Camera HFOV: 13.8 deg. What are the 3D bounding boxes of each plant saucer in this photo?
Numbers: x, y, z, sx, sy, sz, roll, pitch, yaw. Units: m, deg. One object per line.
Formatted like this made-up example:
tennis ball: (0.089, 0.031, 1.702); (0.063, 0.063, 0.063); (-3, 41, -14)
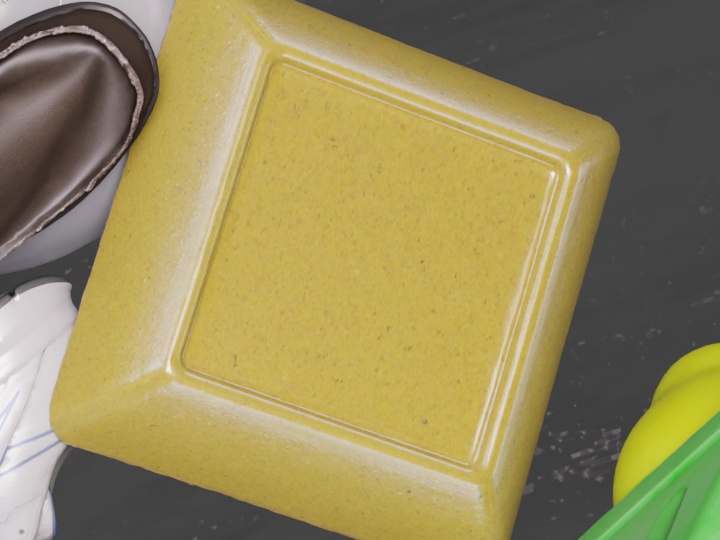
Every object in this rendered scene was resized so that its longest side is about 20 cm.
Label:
plant saucer: (0.000, 0.000, 1.180); (0.199, 0.048, 0.201); (20, 79, -16)

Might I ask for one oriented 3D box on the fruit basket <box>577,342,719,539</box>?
fruit basket: (0.149, 0.120, 1.147); (0.216, 0.216, 0.156); (-44, 86, -9)

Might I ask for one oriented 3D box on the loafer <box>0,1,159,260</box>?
loafer: (-0.157, -0.024, 1.134); (0.200, 0.071, 0.073); (-40, 104, 3)

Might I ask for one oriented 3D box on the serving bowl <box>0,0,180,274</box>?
serving bowl: (-0.162, -0.101, 1.201); (0.199, 0.066, 0.201); (1, 80, -4)

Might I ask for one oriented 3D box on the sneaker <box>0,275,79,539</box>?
sneaker: (-0.170, 0.092, 1.168); (0.200, 0.075, 0.087); (-42, 91, -9)
